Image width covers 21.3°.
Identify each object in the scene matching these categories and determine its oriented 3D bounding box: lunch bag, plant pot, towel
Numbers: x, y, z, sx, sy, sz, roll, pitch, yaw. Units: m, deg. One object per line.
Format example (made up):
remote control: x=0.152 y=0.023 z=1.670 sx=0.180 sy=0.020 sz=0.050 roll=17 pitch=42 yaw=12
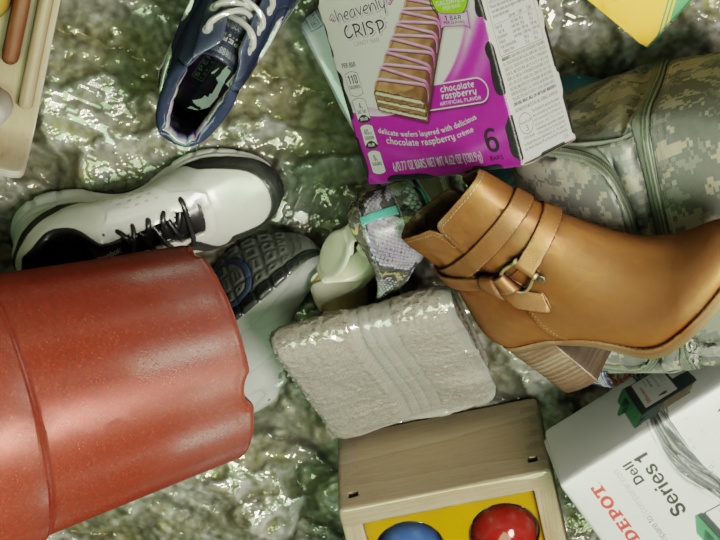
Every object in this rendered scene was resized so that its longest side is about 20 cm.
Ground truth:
lunch bag: x=0.190 y=-0.031 z=1.266 sx=0.167 sy=0.139 sz=0.201 roll=-6 pitch=117 yaw=23
plant pot: x=-0.185 y=0.077 z=1.247 sx=0.194 sy=0.201 sz=0.202 roll=-15 pitch=120 yaw=-22
towel: x=0.021 y=0.069 z=1.345 sx=0.132 sy=0.035 sz=0.200 roll=-15 pitch=156 yaw=8

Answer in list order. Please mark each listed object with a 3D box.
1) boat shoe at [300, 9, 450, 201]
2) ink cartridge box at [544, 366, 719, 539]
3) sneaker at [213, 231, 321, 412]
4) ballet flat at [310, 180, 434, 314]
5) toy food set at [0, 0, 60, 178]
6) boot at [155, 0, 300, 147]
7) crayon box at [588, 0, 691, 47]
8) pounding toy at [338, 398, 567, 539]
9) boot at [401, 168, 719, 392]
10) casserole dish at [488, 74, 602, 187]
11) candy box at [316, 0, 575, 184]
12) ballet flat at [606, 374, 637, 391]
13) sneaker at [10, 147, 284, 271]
boat shoe: x=0.030 y=-0.097 z=1.302 sx=0.062 sy=0.072 sz=0.200 roll=-27 pitch=114 yaw=6
ink cartridge box: x=0.251 y=0.132 z=1.344 sx=0.200 sy=0.084 sz=0.146 roll=-34 pitch=110 yaw=11
sneaker: x=-0.085 y=0.051 z=1.385 sx=0.087 sy=0.075 sz=0.200 roll=27 pitch=121 yaw=-27
ballet flat: x=0.000 y=0.000 z=1.306 sx=0.072 sy=0.072 sz=0.200 roll=7 pitch=155 yaw=-5
toy food set: x=-0.274 y=-0.169 z=1.262 sx=0.143 sy=0.060 sz=0.201 roll=13 pitch=114 yaw=-8
boot: x=-0.072 y=-0.174 z=1.248 sx=0.072 sy=0.090 sz=0.201 roll=23 pitch=114 yaw=-12
crayon box: x=0.148 y=-0.253 z=1.230 sx=0.200 sy=0.058 sz=0.119 roll=36 pitch=111 yaw=-18
pounding toy: x=0.094 y=0.226 z=1.427 sx=0.183 sy=0.142 sz=0.201 roll=-12 pitch=116 yaw=5
boot: x=0.131 y=-0.016 z=1.166 sx=0.155 sy=0.077 sz=0.200 roll=42 pitch=142 yaw=-13
casserole dish: x=0.143 y=-0.044 z=1.349 sx=0.121 sy=0.039 sz=0.200 roll=28 pitch=114 yaw=-14
candy box: x=0.042 y=-0.161 z=1.195 sx=0.136 sy=0.061 sz=0.201 roll=-5 pitch=106 yaw=45
ballet flat: x=0.246 y=0.128 z=1.424 sx=0.076 sy=0.064 sz=0.200 roll=-40 pitch=112 yaw=17
sneaker: x=-0.148 y=-0.027 z=1.330 sx=0.199 sy=0.080 sz=0.074 roll=-16 pitch=115 yaw=5
